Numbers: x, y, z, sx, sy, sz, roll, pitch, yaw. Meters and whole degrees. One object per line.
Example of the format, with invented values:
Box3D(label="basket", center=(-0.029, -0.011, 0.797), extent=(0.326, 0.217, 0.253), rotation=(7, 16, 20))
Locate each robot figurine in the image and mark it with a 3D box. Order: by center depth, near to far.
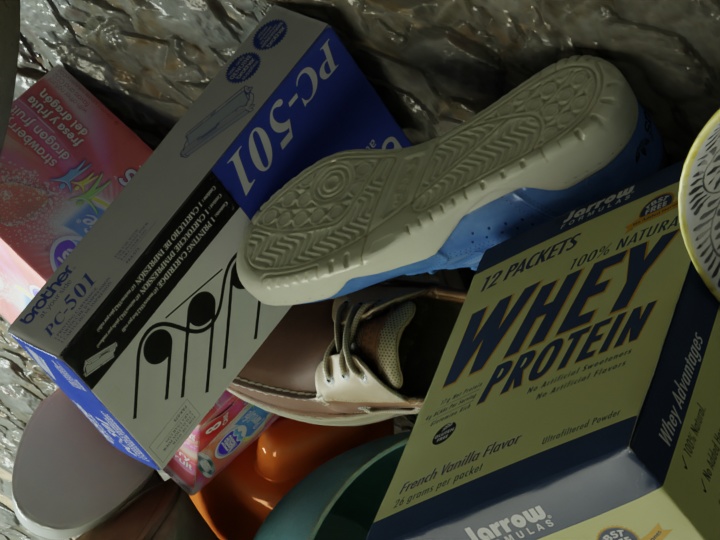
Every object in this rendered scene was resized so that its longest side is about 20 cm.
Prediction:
Box3D(label="robot figurine", center=(-0.044, 0.107, 1.603), extent=(0.143, 0.117, 0.200), rotation=(27, 156, 3))

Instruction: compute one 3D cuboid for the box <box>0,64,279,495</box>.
Box3D(label="box", center=(-0.122, 0.005, 1.459), extent=(0.200, 0.095, 0.103), rotation=(43, 157, 13))

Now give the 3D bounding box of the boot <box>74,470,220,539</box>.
Box3D(label="boot", center=(-0.092, 0.184, 1.509), extent=(0.147, 0.070, 0.200), rotation=(61, -172, -13))

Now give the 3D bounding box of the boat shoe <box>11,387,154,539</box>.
Box3D(label="boat shoe", center=(-0.125, 0.074, 1.522), extent=(0.070, 0.200, 0.064), rotation=(29, 146, 7))

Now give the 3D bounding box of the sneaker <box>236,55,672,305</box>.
Box3D(label="sneaker", center=(0.050, -0.014, 1.264), extent=(0.199, 0.077, 0.111), rotation=(-26, 134, 15))

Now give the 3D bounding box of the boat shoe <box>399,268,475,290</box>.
Box3D(label="boat shoe", center=(0.069, 0.025, 1.395), extent=(0.065, 0.072, 0.200), rotation=(-11, 129, 41))

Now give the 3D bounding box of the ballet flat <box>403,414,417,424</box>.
Box3D(label="ballet flat", center=(0.000, 0.000, 1.440), extent=(0.075, 0.068, 0.200), rotation=(31, 161, 54))

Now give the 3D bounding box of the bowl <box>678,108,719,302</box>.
Box3D(label="bowl", center=(0.225, -0.047, 1.049), extent=(0.199, 0.095, 0.201), rotation=(11, 142, 9))

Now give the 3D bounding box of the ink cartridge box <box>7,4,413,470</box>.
Box3D(label="ink cartridge box", center=(-0.066, -0.016, 1.298), extent=(0.044, 0.200, 0.094), rotation=(23, 158, 44))

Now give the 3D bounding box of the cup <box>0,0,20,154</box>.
Box3D(label="cup", center=(-0.244, -0.119, 1.357), extent=(0.199, 0.144, 0.201), rotation=(23, 155, 11))

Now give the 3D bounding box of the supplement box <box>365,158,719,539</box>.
Box3D(label="supplement box", center=(0.134, 0.096, 1.142), extent=(0.134, 0.200, 0.200), rotation=(-25, 116, 35))

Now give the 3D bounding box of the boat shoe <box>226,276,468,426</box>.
Box3D(label="boat shoe", center=(0.016, 0.034, 1.316), extent=(0.199, 0.076, 0.072), rotation=(0, 167, 19))

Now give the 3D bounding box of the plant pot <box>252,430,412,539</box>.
Box3D(label="plant pot", center=(0.012, 0.180, 1.473), extent=(0.200, 0.201, 0.134), rotation=(42, 159, -26))
